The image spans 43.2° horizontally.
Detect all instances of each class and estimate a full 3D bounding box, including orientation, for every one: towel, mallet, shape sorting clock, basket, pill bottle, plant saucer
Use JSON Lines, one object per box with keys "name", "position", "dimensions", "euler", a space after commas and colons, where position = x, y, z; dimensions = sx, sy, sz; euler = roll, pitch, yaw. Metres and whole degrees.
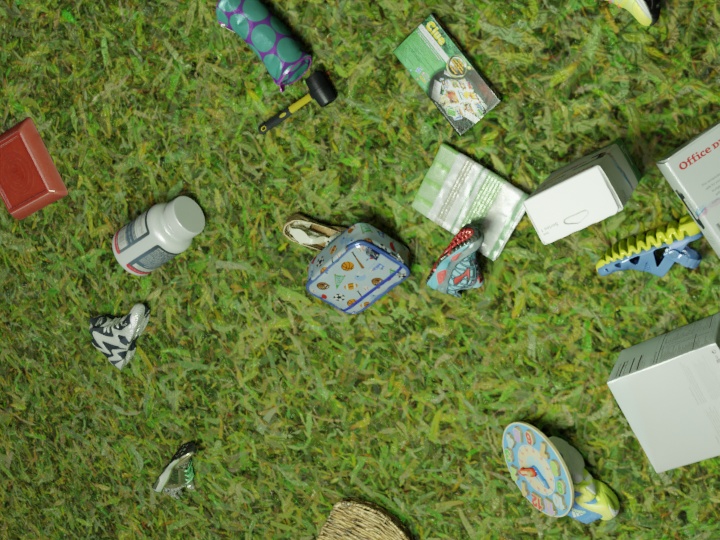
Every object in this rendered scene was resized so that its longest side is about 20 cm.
{"name": "towel", "position": [0.207, -0.130, 1.708], "dimensions": [0.200, 0.031, 0.150], "euler": [35, 119, 14]}
{"name": "mallet", "position": [-0.136, -0.330, 1.798], "dimensions": [0.199, 0.041, 0.066], "euler": [-18, 101, 35]}
{"name": "shape sorting clock", "position": [0.343, 0.389, 1.778], "dimensions": [0.200, 0.039, 0.201], "euler": [46, 151, 35]}
{"name": "basket", "position": [0.022, 0.600, 2.059], "dimensions": [0.199, 0.149, 0.143], "euler": [25, 85, 16]}
{"name": "pill bottle", "position": [-0.438, -0.080, 1.996], "dimensions": [0.199, 0.120, 0.120], "euler": [-27, 96, 32]}
{"name": "plant saucer", "position": [-0.816, -0.236, 2.176], "dimensions": [0.199, 0.037, 0.201], "euler": [-20, 99, 32]}

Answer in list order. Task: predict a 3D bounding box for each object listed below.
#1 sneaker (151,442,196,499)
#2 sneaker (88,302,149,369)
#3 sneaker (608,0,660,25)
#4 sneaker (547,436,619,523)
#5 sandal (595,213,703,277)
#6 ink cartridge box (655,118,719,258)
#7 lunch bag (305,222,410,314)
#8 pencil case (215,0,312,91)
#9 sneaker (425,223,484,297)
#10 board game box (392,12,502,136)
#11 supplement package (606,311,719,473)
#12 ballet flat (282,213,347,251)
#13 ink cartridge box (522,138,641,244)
{"name": "sneaker", "position": [-0.438, 0.500, 2.257], "dimensions": [0.088, 0.077, 0.200], "euler": [35, 127, -5]}
{"name": "sneaker", "position": [-0.589, 0.132, 2.175], "dimensions": [0.129, 0.080, 0.200], "euler": [32, 130, 3]}
{"name": "sneaker", "position": [0.397, -0.460, 1.461], "dimensions": [0.200, 0.078, 0.090], "euler": [51, 131, 8]}
{"name": "sneaker", "position": [0.409, 0.423, 1.787], "dimensions": [0.200, 0.076, 0.105], "euler": [48, 123, 2]}
{"name": "sandal", "position": [0.504, -0.024, 1.569], "dimensions": [0.199, 0.079, 0.087], "euler": [-21, 103, 33]}
{"name": "ink cartridge box", "position": [0.592, -0.133, 1.451], "dimensions": [0.145, 0.083, 0.201], "euler": [-34, 91, 10]}
{"name": "lunch bag", "position": [0.000, 0.000, 1.803], "dimensions": [0.160, 0.076, 0.200], "euler": [32, 129, -29]}
{"name": "pencil case", "position": [-0.187, -0.447, 1.748], "dimensions": [0.092, 0.085, 0.200], "euler": [-43, 86, 16]}
{"name": "sneaker", "position": [0.200, -0.014, 1.711], "dimensions": [0.095, 0.080, 0.200], "euler": [31, 149, -1]}
{"name": "board game box", "position": [0.157, -0.353, 1.647], "dimensions": [0.105, 0.023, 0.200], "euler": [-38, 90, 35]}
{"name": "supplement package", "position": [0.572, 0.211, 1.580], "dimensions": [0.199, 0.147, 0.192], "euler": [-27, 96, 32]}
{"name": "ballet flat", "position": [-0.072, -0.060, 1.850], "dimensions": [0.199, 0.065, 0.071], "euler": [16, 114, 20]}
{"name": "ink cartridge box", "position": [0.372, -0.134, 1.517], "dimensions": [0.144, 0.200, 0.084], "euler": [-27, 96, 32]}
